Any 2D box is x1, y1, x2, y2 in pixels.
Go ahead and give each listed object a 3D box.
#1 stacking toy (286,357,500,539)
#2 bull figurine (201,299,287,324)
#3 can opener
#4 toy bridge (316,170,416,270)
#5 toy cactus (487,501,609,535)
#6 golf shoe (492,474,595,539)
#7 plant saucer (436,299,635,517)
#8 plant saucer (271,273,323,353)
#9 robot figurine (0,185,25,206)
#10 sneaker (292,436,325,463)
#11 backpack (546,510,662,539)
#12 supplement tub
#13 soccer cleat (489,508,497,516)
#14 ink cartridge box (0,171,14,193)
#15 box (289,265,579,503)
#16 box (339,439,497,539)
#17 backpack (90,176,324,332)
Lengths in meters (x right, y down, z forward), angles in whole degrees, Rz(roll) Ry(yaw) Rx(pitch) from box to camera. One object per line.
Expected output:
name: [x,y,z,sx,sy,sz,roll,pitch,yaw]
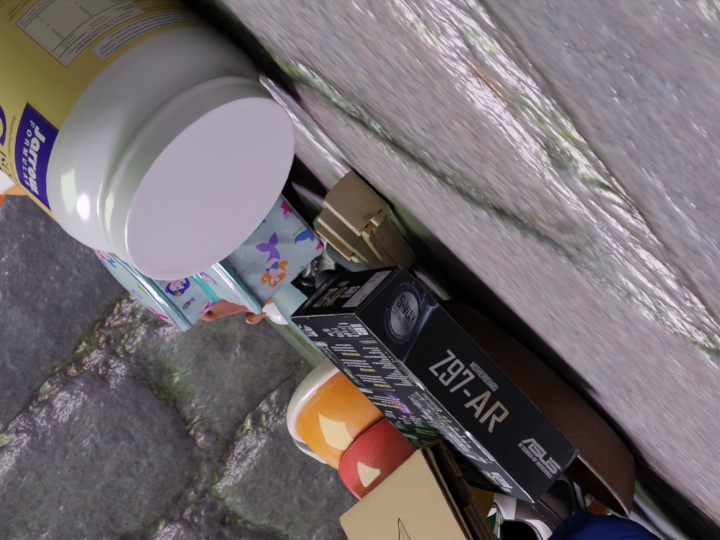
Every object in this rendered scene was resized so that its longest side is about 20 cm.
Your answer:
stacking toy: [0.050,0.145,1.462,0.200,0.146,0.146,59,-178,24]
bull figurine: [-0.103,-0.010,1.687,0.122,0.065,0.200,67,-161,5]
can opener: [0.000,0.000,1.499,0.066,0.053,0.200,11,-173,-18]
toy bridge: [0.005,-0.022,1.330,0.067,0.027,0.200,42,175,1]
toy cactus: [0.121,0.188,1.661,0.102,0.200,0.165,-7,95,61]
golf shoe: [0.142,0.209,1.558,0.078,0.094,0.200,27,148,46]
plant saucer: [0.111,0.084,1.356,0.200,0.034,0.200,43,175,4]
plant saucer: [-0.009,0.045,1.634,0.201,0.039,0.201,34,-172,-6]
robot figurine: [-0.268,-0.147,1.635,0.117,0.144,0.200,-6,94,51]
sneaker: [0.045,0.147,1.769,0.200,0.075,0.105,-6,149,29]
backpack: [0.172,0.254,1.406,0.168,0.163,0.200,38,-175,36]
supplement tub: [-0.148,-0.100,1.190,0.200,0.145,0.145,40,174,30]
soccer cleat: [0.047,0.125,1.616,0.073,0.068,0.200,26,-171,-32]
ink cartridge box: [-0.276,-0.118,1.486,0.084,0.200,0.145,45,-147,-24]
box: [0.041,0.071,1.308,0.160,0.044,0.200,46,169,-7]
box: [0.056,0.209,1.351,0.164,0.021,0.200,62,157,10]
backpack: [-0.123,-0.048,1.478,0.178,0.151,0.200,49,169,-24]
